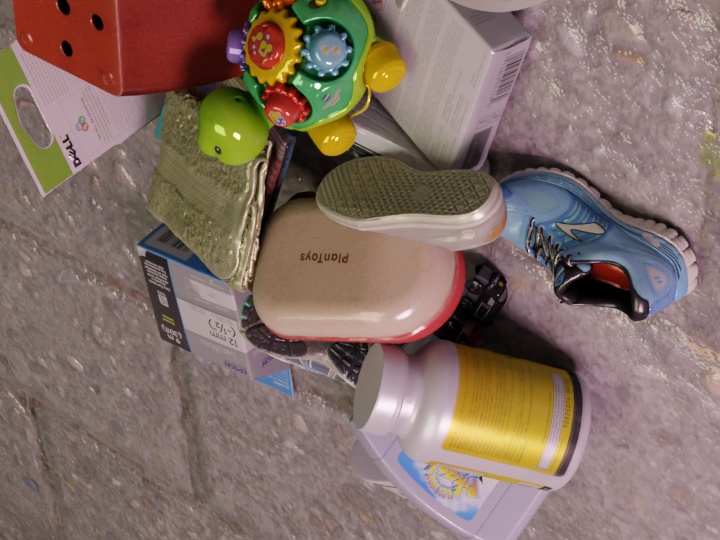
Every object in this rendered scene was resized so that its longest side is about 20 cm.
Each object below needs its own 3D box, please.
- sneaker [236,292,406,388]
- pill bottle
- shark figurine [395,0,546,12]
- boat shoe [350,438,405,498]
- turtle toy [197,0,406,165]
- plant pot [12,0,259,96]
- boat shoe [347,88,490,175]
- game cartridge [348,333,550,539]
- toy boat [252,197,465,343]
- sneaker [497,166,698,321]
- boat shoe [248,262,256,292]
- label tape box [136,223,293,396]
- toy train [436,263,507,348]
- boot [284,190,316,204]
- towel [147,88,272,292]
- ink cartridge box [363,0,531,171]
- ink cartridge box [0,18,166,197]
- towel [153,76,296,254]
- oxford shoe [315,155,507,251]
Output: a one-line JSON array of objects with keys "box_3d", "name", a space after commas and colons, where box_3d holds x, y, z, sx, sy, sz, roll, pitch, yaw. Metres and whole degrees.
[{"box_3d": [-0.028, 0.067, 1.657, 0.198, 0.078, 0.086, 23, 172, -13], "name": "sneaker"}, {"box_3d": [0.099, 0.126, 1.552, 0.198, 0.113, 0.112, 14, 147, -15], "name": "pill bottle"}, {"box_3d": [0.073, -0.234, 1.312, 0.214, 0.089, 0.129, 35, 115, 28], "name": "shark figurine"}, {"box_3d": [0.087, 0.207, 1.726, 0.198, 0.073, 0.066, 2, 161, 27], "name": "boat shoe"}, {"box_3d": [-0.063, -0.169, 1.458, 0.200, 0.101, 0.146, -50, 60, 28], "name": "turtle toy"}, {"box_3d": [-0.201, -0.265, 1.520, 0.199, 0.176, 0.201, 26, 134, 28], "name": "plant pot"}, {"box_3d": [0.021, -0.109, 1.527, 0.199, 0.072, 0.071, 36, 139, 15], "name": "boat shoe"}, {"box_3d": [0.092, 0.167, 1.623, 0.200, 0.134, 0.040, 40, 169, -10], "name": "game cartridge"}, {"box_3d": [0.008, 0.008, 1.564, 0.198, 0.132, 0.130, 1, 165, 32], "name": "toy boat"}, {"box_3d": [0.177, -0.020, 1.427, 0.199, 0.090, 0.079, 25, 139, 32], "name": "sneaker"}, {"box_3d": [-0.029, 0.033, 1.722, 0.200, 0.072, 0.072, 39, 141, -24], "name": "boat shoe"}, {"box_3d": [-0.157, 0.055, 1.883, 0.142, 0.066, 0.202, 21, 134, 34], "name": "label tape box"}, {"box_3d": [0.098, 0.063, 1.642, 0.046, 0.034, 0.201, 32, 142, 5], "name": "toy train"}, {"box_3d": [0.000, 0.000, 1.669, 0.200, 0.076, 0.073, 42, 131, -15], "name": "boot"}, {"box_3d": [-0.142, -0.083, 1.599, 0.200, 0.036, 0.150, 41, 126, 50], "name": "towel"}, {"box_3d": [0.051, -0.200, 1.454, 0.201, 0.047, 0.161, 53, 149, 25], "name": "ink cartridge box"}, {"box_3d": [-0.289, -0.185, 1.684, 0.075, 0.200, 0.149, 3, 125, 45], "name": "ink cartridge box"}, {"box_3d": [-0.134, -0.130, 1.644, 0.200, 0.022, 0.148, 51, 137, 34], "name": "towel"}, {"box_3d": [0.043, -0.053, 1.460, 0.199, 0.076, 0.058, 8, 151, 39], "name": "oxford shoe"}]
